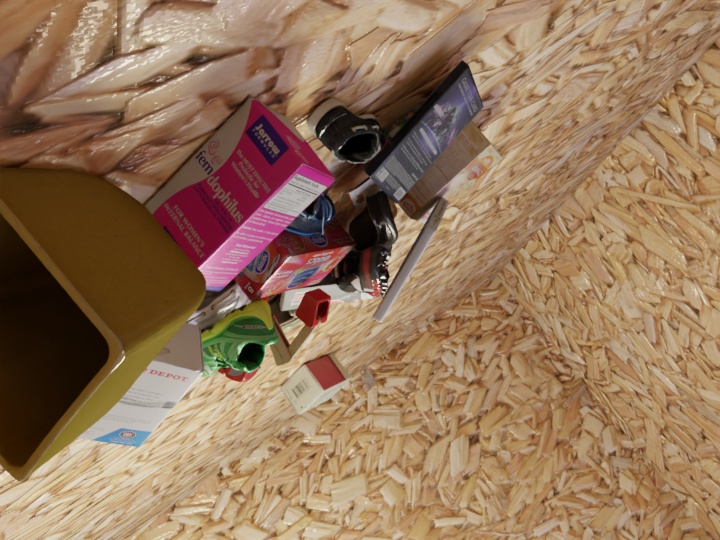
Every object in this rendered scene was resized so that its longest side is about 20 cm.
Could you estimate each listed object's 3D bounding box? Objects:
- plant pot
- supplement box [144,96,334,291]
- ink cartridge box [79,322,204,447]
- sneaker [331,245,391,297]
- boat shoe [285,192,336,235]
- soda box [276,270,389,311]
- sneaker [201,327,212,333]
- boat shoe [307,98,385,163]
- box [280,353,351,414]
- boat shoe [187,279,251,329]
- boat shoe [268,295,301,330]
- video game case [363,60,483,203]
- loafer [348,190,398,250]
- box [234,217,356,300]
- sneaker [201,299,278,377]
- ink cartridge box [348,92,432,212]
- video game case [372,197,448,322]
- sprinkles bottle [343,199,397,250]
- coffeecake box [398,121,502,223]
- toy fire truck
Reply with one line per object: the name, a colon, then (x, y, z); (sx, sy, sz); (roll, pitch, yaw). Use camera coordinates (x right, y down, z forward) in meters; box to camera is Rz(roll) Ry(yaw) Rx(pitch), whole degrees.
plant pot: (-0.261, 0.027, 0.655); (0.196, 0.195, 0.200); (-45, 175, 26)
supplement box: (-0.142, -0.080, 0.791); (0.200, 0.102, 0.103); (-42, 166, 11)
ink cartridge box: (-0.324, 0.146, 0.956); (0.144, 0.084, 0.200); (21, 127, -34)
sneaker: (0.000, 0.000, 1.141); (0.200, 0.096, 0.072); (101, -4, -82)
boat shoe: (-0.078, -0.090, 0.964); (0.068, 0.085, 0.199); (-31, 173, 23)
soda box: (-0.052, 0.017, 1.263); (0.197, 0.064, 0.071); (-7, 145, -18)
sneaker: (-0.236, 0.085, 1.160); (0.089, 0.080, 0.200); (-50, 169, 18)
boat shoe: (-0.007, -0.172, 0.941); (0.076, 0.061, 0.199); (-44, 166, 20)
box: (-0.141, 0.359, 2.243); (0.128, 0.109, 0.199); (-44, 166, 21)
boat shoe: (-0.259, 0.057, 1.028); (0.198, 0.071, 0.070); (-26, 137, -20)
boat shoe: (-0.161, 0.080, 1.346); (0.199, 0.074, 0.063); (-27, 168, -19)
video game case: (0.096, -0.194, 1.018); (0.200, 0.019, 0.143); (-49, 160, 5)
loafer: (0.017, -0.064, 1.140); (0.070, 0.074, 0.200); (-14, 162, -5)
box: (-0.107, -0.034, 1.051); (0.100, 0.096, 0.199); (-44, 166, 25)
sneaker: (-0.188, 0.117, 1.018); (0.074, 0.084, 0.200); (-18, 165, -47)
ink cartridge box: (0.053, -0.183, 1.099); (0.199, 0.051, 0.109); (-38, 167, -3)
video game case: (0.093, -0.023, 1.264); (0.201, 0.022, 0.182); (-60, 178, 25)
sprinkles bottle: (-0.010, -0.059, 1.295); (0.068, 0.068, 0.200); (-23, 159, -49)
coffeecake box: (0.166, -0.185, 1.345); (0.200, 0.073, 0.153); (-42, 168, 14)
toy fire truck: (-0.141, 0.102, 1.104); (0.049, 0.140, 0.202); (-17, 133, -65)
